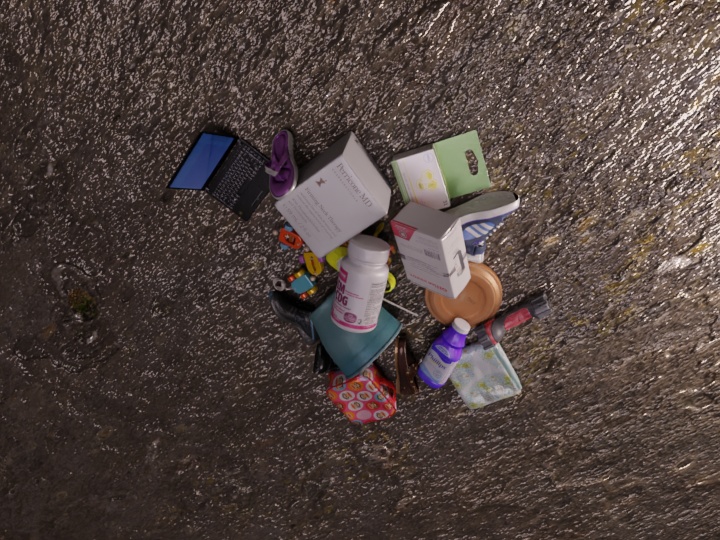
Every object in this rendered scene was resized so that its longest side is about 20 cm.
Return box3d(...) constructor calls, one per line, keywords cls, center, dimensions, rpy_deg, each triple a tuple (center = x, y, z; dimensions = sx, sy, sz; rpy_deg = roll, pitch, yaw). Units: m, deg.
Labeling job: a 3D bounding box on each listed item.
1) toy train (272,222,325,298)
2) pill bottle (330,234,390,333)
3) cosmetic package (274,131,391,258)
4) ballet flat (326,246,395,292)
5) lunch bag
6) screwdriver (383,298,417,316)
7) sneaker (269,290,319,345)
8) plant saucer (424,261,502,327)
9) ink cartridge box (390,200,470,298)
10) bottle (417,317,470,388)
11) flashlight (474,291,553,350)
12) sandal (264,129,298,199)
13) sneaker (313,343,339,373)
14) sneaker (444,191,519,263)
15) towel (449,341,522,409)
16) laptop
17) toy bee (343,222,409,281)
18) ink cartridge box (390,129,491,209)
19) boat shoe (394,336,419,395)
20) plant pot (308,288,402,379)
box3d(cls="toy train", center=(-0.157, -0.027, 1.492), dimensions=(0.148, 0.056, 0.202), rpy_deg=(23, 126, 11))
box3d(cls="pill bottle", center=(0.002, 0.029, 1.331), dimensions=(0.111, 0.114, 0.203), rpy_deg=(13, 112, 1))
box3d(cls="cosmetic package", center=(-0.057, -0.173, 1.321), dimensions=(0.199, 0.167, 0.168), rpy_deg=(-32, 111, 23))
box3d(cls="ballet flat", center=(0.000, 0.000, 1.471), dimensions=(0.198, 0.067, 0.067), rpy_deg=(27, 112, -7))
box3d(cls="lunch bag", center=(0.015, 0.346, 1.651), dimensions=(0.174, 0.083, 0.201), rpy_deg=(-21, 126, 20))
box3d(cls="screwdriver", center=(0.060, 0.074, 1.467), dimensions=(0.198, 0.029, 0.028), rpy_deg=(28, 105, -6))
box3d(cls="sneaker", center=(-0.163, 0.113, 1.566), dimensions=(0.081, 0.074, 0.200), rpy_deg=(-33, 121, 21))
box3d(cls="plant saucer", center=(0.263, 0.067, 1.492), dimensions=(0.197, 0.032, 0.203), rpy_deg=(4, 121, 6))
box3d(cls="ink cartridge box", center=(0.166, -0.045, 1.345), dimensions=(0.144, 0.085, 0.202), rpy_deg=(24, 148, 36))
box3d(cls="bottle", center=(0.224, 0.215, 1.532), dimensions=(0.083, 0.065, 0.202), rpy_deg=(39, 123, 22))
box3d(cls="flashlight", center=(0.389, 0.131, 1.477), dimensions=(0.198, 0.068, 0.068), rpy_deg=(-30, 85, 21))
box3d(cls="sandal", center=(-0.184, -0.237, 1.285), dimensions=(0.082, 0.205, 0.050), rpy_deg=(-33, 136, 27))
box3d(cls="sneaker", center=(-0.079, 0.237, 1.566), dimensions=(0.086, 0.200, 0.077), rpy_deg=(8, 89, -1))
box3d(cls="sneaker", center=(0.290, -0.092, 1.374), dimensions=(0.197, 0.081, 0.148), rpy_deg=(-18, 124, 14))
box3d(cls="towel", center=(0.332, 0.285, 1.600), dimensions=(0.169, 0.048, 0.201), rpy_deg=(-24, 114, 20))
box3d(cls="laptop", center=(-0.318, -0.215, 1.373), dimensions=(0.199, 0.104, 0.177), rpy_deg=(37, 119, -13))
box3d(cls="toy bee", center=(0.044, -0.055, 1.410), dimensions=(0.196, 0.109, 0.133), rpy_deg=(7, 77, -5))
box3d(cls="ink cartridge box", center=(0.185, -0.219, 1.329), dimensions=(0.197, 0.048, 0.147), rpy_deg=(-13, 117, 19))
box3d(cls="boat shoe", center=(0.131, 0.264, 1.606), dimensions=(0.069, 0.071, 0.202), rpy_deg=(3, 129, 14))
box3d(cls="plant pot", center=(-0.025, 0.138, 1.494), dimensions=(0.188, 0.200, 0.200), rpy_deg=(47, 117, -2))
